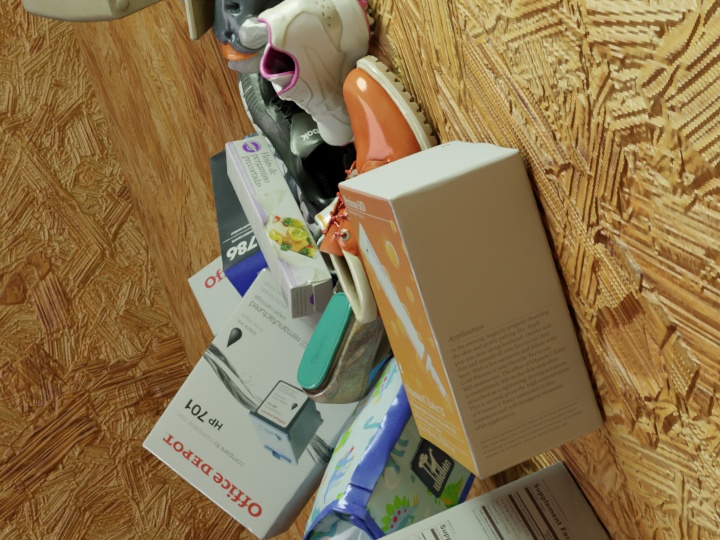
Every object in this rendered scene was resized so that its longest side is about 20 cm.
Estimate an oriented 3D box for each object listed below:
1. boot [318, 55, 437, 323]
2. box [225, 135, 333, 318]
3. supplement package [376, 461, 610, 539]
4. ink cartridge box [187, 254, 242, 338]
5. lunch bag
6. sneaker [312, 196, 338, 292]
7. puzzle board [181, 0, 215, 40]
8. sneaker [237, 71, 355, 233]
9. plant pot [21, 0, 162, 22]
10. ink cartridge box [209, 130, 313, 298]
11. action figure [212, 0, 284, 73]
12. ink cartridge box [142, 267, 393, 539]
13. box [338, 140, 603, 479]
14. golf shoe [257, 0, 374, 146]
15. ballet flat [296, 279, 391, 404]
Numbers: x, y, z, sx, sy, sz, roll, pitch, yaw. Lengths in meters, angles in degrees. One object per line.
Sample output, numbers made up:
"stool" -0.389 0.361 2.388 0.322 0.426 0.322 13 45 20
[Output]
"boot" 0.011 -0.059 1.170 0.075 0.107 0.200 -176 67 -78
"box" -0.073 -0.041 1.352 0.041 0.039 0.200 91 160 -44
"supplement package" 0.093 0.273 1.144 0.152 0.200 0.151 86 159 -52
"ink cartridge box" -0.060 0.055 1.507 0.084 0.145 0.200 35 -158 -58
"lunch bag" 0.028 0.170 1.273 0.127 0.170 0.200 18 149 15
"sneaker" 0.000 0.000 1.371 0.200 0.079 0.078 81 162 -48
"puzzle board" -0.145 -0.317 1.344 0.151 0.017 0.200 -66 -29 -65
"sneaker" -0.048 -0.124 1.406 0.200 0.066 0.091 63 164 8
"plant pot" -0.255 -0.369 1.605 0.177 0.200 0.200 35 146 48
"ink cartridge box" -0.089 -0.053 1.489 0.039 0.099 0.200 43 -155 -46
"action figure" -0.106 -0.264 1.336 0.200 0.105 0.194 -133 34 -56
"ink cartridge box" -0.077 0.119 1.392 0.146 0.200 0.086 36 -175 11
"box" 0.074 0.022 1.054 0.124 0.097 0.200 -156 46 -72
"golf shoe" -0.040 -0.163 1.243 0.075 0.091 0.200 60 166 28
"ballet flat" 0.011 0.019 1.270 0.067 0.200 0.068 24 -178 -34
